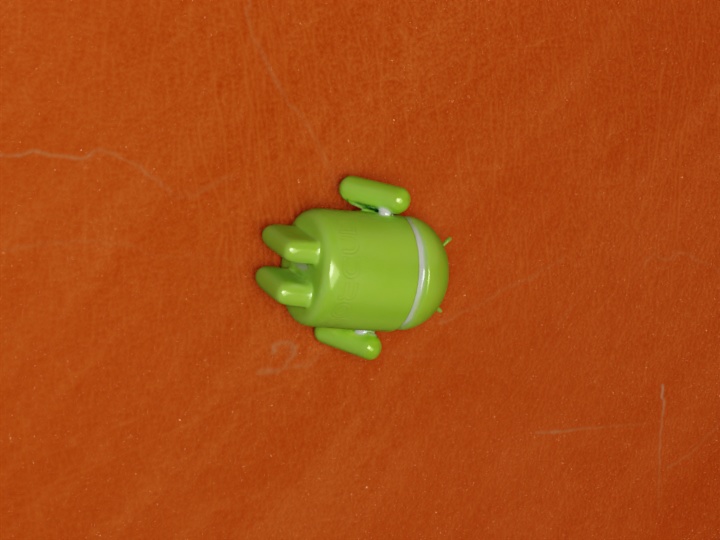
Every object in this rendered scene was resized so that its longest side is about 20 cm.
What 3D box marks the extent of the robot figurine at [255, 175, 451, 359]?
[{"bbox_3d":[0.000,0.000,1.486,0.199,0.116,0.177,3,103,-27],"label":"robot figurine"}]
